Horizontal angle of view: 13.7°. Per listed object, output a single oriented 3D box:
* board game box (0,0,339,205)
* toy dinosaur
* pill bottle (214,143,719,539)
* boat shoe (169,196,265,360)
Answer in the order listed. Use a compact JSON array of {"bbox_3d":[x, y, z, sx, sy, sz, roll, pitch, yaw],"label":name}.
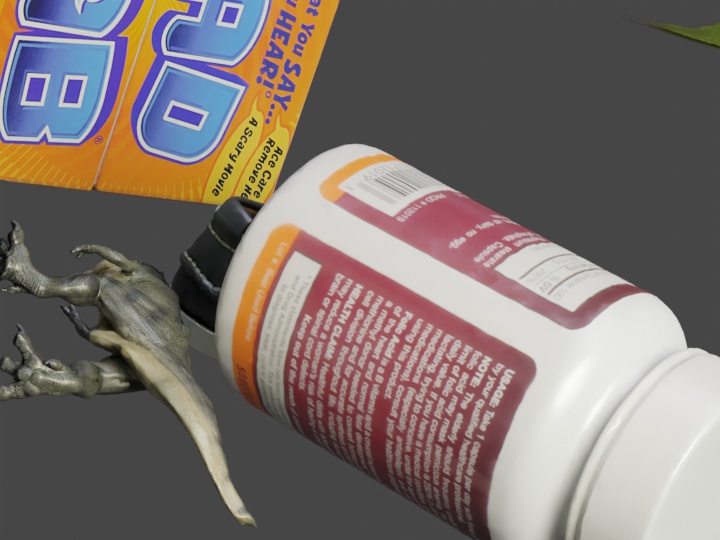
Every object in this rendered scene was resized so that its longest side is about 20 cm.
[{"bbox_3d":[-0.140,-0.167,1.411,0.199,0.201,0.200,6,22,-36],"label":"board game box"},{"bbox_3d":[-0.098,0.028,1.147,0.088,0.048,0.200,18,20,-24],"label":"toy dinosaur"},{"bbox_3d":[0.052,0.042,1.140,0.200,0.115,0.114,30,21,28],"label":"pill bottle"},{"bbox_3d":[0.000,0.000,1.288,0.072,0.068,0.200,32,20,35],"label":"boat shoe"}]
